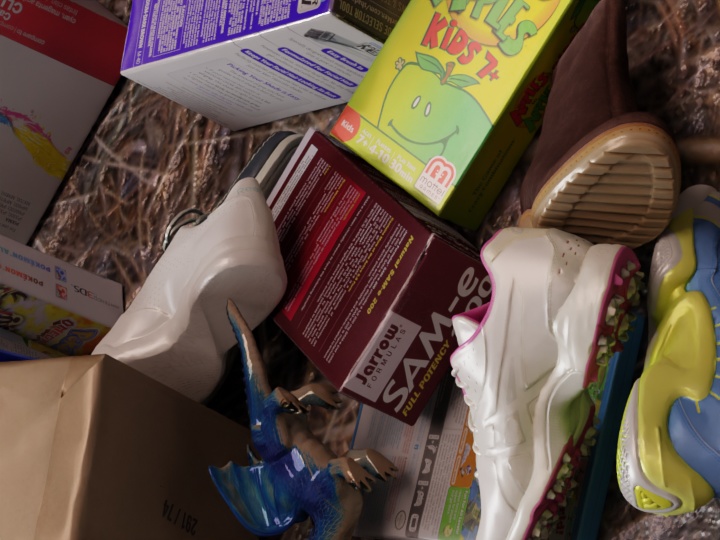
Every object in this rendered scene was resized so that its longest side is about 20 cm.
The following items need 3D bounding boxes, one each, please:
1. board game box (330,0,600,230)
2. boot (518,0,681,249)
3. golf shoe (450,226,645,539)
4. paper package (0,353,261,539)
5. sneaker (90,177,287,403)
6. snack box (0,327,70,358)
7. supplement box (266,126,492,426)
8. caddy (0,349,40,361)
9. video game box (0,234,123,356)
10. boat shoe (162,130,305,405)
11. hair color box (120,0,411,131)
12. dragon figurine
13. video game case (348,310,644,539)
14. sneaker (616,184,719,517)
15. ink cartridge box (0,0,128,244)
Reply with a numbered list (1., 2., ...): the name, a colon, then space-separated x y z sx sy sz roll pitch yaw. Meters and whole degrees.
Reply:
1. board game box: 0.077 -0.138 1.646 0.101 0.048 0.201 38 101 34
2. boot: 0.129 -0.083 1.508 0.200 0.072 0.167 114 164 -61
3. golf shoe: 0.086 0.067 1.471 0.091 0.075 0.201 21 109 14
4. paper package: -0.152 0.164 1.638 0.103 0.200 0.192 -4 69 29
5. sneaker: -0.110 0.019 1.697 0.200 0.075 0.089 -42 41 37
6. snack box: -0.307 0.096 1.845 0.168 0.199 0.068 -35 49 29
7. supplement box: 0.000 0.000 1.644 0.109 0.061 0.200 -59 29 8
8. caddy: -0.222 0.123 1.722 0.105 0.200 0.142 -29 64 26
9. video game box: -0.294 0.040 1.872 0.200 0.182 0.047 -31 54 34
10. boat shoe: -0.091 -0.005 1.764 0.062 0.075 0.201 34 107 38
11. hair color box: -0.048 -0.152 1.757 0.199 0.109 0.065 -9 65 44
12. dragon figurine: -0.047 0.118 1.597 0.200 0.059 0.099 49 115 10
13. video game case: 0.071 0.091 1.584 0.199 0.018 0.144 0 72 47
14. sneaker: 0.200 0.045 1.444 0.104 0.076 0.201 6 58 14
15. ink cartridge box: -0.287 -0.133 1.977 0.145 0.144 0.201 38 101 48
